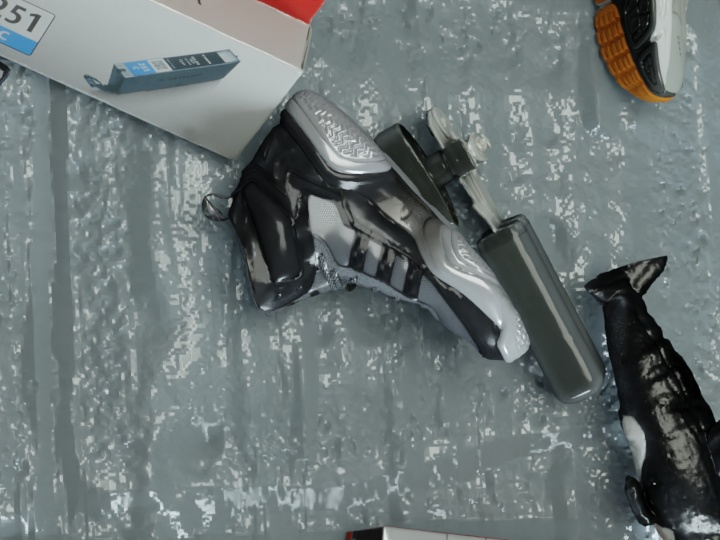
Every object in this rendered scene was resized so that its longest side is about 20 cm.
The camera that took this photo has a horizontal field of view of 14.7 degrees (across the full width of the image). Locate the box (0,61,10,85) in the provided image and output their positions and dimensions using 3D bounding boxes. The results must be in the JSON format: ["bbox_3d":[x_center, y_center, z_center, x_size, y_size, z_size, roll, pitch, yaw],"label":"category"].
[{"bbox_3d":[-0.325,-0.093,1.473,0.198,0.123,0.200,41,81,-12],"label":"box"}]

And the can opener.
[{"bbox_3d":[0.081,-0.008,1.674,0.066,0.053,0.200,-32,94,13],"label":"can opener"}]

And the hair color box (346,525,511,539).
[{"bbox_3d":[0.089,0.215,1.633,0.199,0.064,0.112,9,79,-21],"label":"hair color box"}]

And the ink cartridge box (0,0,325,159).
[{"bbox_3d":[-0.117,-0.163,1.548,0.199,0.176,0.045,23,47,-16],"label":"ink cartridge box"}]

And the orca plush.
[{"bbox_3d":[0.204,0.088,1.669,0.105,0.071,0.201,0,77,-54],"label":"orca plush"}]

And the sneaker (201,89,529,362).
[{"bbox_3d":[0.000,0.000,1.611,0.114,0.075,0.200,-43,95,3],"label":"sneaker"}]

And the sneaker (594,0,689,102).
[{"bbox_3d":[0.197,-0.204,1.727,0.092,0.076,0.201,0,84,-25],"label":"sneaker"}]
